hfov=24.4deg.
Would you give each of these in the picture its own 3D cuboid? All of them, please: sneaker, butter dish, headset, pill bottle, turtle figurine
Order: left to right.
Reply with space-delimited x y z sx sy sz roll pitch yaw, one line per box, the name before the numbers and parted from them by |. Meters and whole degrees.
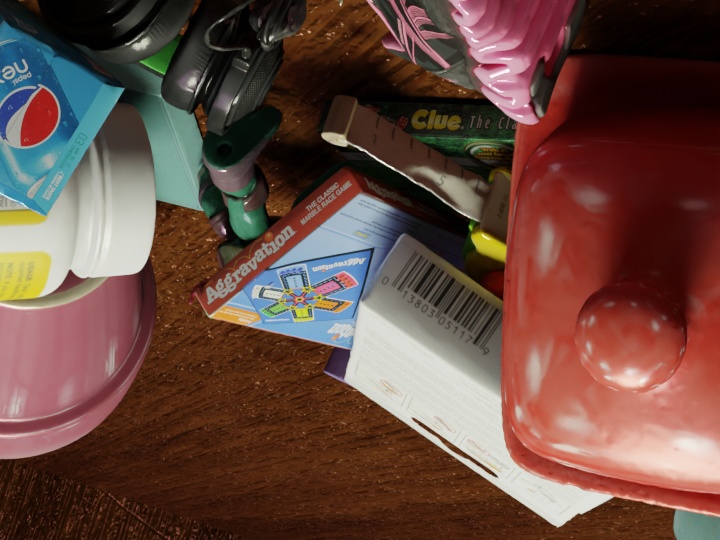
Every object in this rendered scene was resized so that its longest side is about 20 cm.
pill bottle | -0.216 -0.039 0.885 0.198 0.116 0.114 -3 172 -25
headset | -0.076 -0.124 0.749 0.123 0.095 0.199 31 174 -31
turtle figurine | -0.040 -0.017 0.968 0.148 0.102 0.200 18 160 7
sneaker | 0.026 -0.123 0.631 0.095 0.080 0.200 23 165 20
butter dish | 0.131 0.016 0.689 0.198 0.202 0.147 8 -169 27

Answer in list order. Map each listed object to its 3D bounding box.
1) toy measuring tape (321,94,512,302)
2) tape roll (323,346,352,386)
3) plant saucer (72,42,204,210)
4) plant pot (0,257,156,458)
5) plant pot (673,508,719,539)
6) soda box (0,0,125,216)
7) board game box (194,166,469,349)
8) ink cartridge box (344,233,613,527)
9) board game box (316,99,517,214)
toy measuring tape | 0.056 -0.026 0.840 0.199 0.074 0.073 28 161 -20
tape roll | 0.081 0.071 1.086 0.198 0.086 0.200 26 175 2
plant saucer | -0.129 -0.080 0.998 0.069 0.019 0.200 14 163 6
plant pot | -0.217 -0.004 1.040 0.198 0.202 0.179 19 153 -9
plant pot | 0.233 0.115 0.816 0.134 0.201 0.200 23 167 21
soda box | -0.183 -0.098 0.764 0.064 0.068 0.200 29 -174 -35
board game box | 0.000 0.000 0.899 0.020 0.103 0.200 56 -165 21
ink cartridge box | 0.070 0.067 0.904 0.162 0.057 0.200 34 170 6
board game box | 0.086 -0.055 0.867 0.198 0.024 0.105 6 163 30
